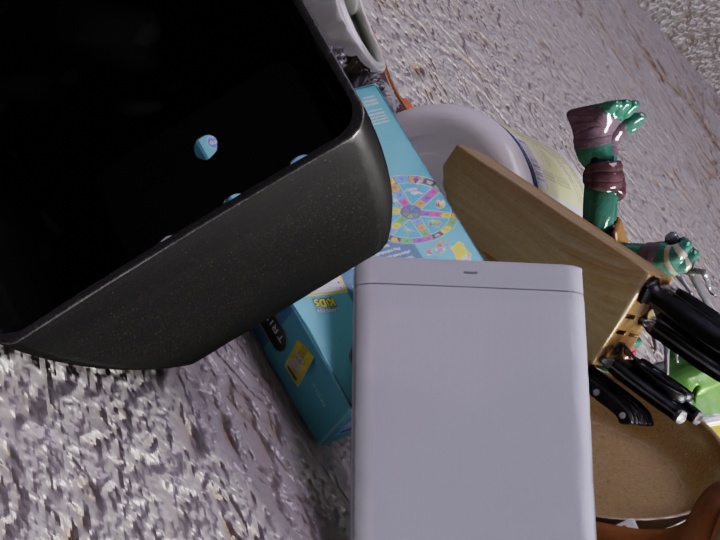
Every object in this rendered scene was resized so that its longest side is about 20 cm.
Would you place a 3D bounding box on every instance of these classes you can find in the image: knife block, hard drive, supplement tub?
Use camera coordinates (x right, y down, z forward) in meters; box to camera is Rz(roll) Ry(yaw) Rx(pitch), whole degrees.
[{"bbox_3d":[0.154,0.005,1.441,0.064,0.175,0.200,15,64,-69],"label":"knife block"},{"bbox_3d":[0.061,0.084,1.265,0.027,0.132,0.200,98,-6,-58],"label":"hard drive"},{"bbox_3d":[0.083,-0.032,1.617,0.145,0.145,0.200,59,17,19],"label":"supplement tub"}]

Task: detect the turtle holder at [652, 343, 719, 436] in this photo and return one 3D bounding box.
[{"bbox_3d":[0.240,0.121,1.717,0.141,0.185,0.132,-21,93,-33],"label":"turtle holder"}]

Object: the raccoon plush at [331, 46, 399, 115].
[{"bbox_3d":[-0.078,-0.165,1.535,0.200,0.097,0.134,38,18,-37],"label":"raccoon plush"}]

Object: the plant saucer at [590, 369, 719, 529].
[{"bbox_3d":[0.144,0.124,1.516,0.200,0.035,0.200,9,25,-5],"label":"plant saucer"}]

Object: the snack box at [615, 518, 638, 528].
[{"bbox_3d":[0.188,0.238,1.438,0.200,0.024,0.072,71,-4,-50],"label":"snack box"}]

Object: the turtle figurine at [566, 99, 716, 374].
[{"bbox_3d":[0.176,-0.008,1.527,0.150,0.101,0.200,134,-51,-81],"label":"turtle figurine"}]

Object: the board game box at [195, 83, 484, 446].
[{"bbox_3d":[-0.008,-0.008,1.369,0.151,0.047,0.200,-16,67,-38],"label":"board game box"}]

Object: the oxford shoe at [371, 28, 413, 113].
[{"bbox_3d":[-0.013,-0.139,1.709,0.200,0.071,0.073,50,21,-13],"label":"oxford shoe"}]

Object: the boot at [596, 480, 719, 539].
[{"bbox_3d":[0.138,0.158,1.289,0.155,0.200,0.077,34,52,22],"label":"boot"}]

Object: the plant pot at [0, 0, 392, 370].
[{"bbox_3d":[-0.092,-0.062,1.137,0.200,0.199,0.177,62,7,28],"label":"plant pot"}]

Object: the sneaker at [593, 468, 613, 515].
[{"bbox_3d":[0.146,0.159,1.565,0.079,0.074,0.200,27,22,-3],"label":"sneaker"}]

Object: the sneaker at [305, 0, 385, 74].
[{"bbox_3d":[-0.062,-0.193,1.600,0.200,0.116,0.074,55,18,9],"label":"sneaker"}]
